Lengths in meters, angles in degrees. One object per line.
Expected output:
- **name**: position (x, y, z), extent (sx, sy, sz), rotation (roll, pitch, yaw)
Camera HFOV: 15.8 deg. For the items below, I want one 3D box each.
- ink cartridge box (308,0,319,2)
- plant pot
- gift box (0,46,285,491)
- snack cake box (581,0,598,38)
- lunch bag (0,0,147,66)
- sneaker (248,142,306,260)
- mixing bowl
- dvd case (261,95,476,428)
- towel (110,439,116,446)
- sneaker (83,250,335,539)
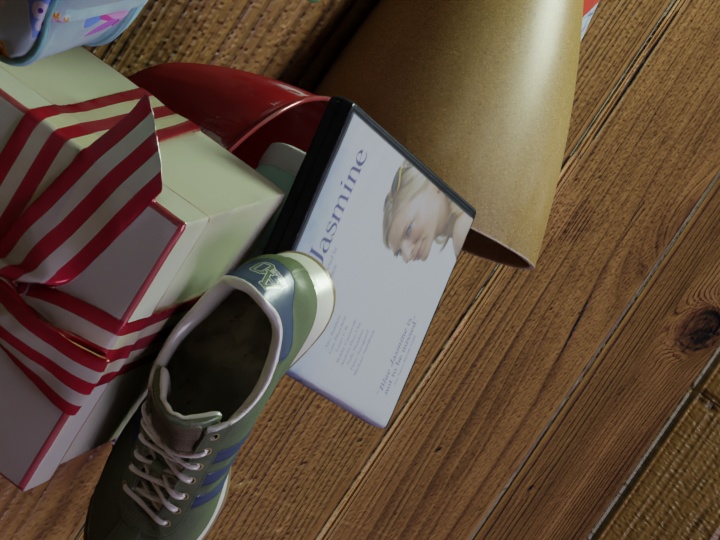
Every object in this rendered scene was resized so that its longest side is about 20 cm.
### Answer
- **ink cartridge box**: position (-0.024, -0.254, 1.368), extent (0.200, 0.084, 0.145), rotation (-56, 161, 10)
- **plant pot**: position (0.069, -0.127, 1.709), extent (0.200, 0.186, 0.186), rotation (-66, 162, -3)
- **gift box**: position (-0.165, -0.026, 1.306), extent (0.200, 0.184, 0.187), rotation (-63, 168, 16)
- **snack cake box**: position (0.101, -0.157, 1.870), extent (0.115, 0.067, 0.200), rotation (-28, 149, -49)
- **lunch bag**: position (-0.133, -0.203, 1.091), extent (0.077, 0.160, 0.200), rotation (-18, 147, -52)
- **sneaker**: position (-0.046, 0.021, 1.479), extent (0.118, 0.074, 0.200), rotation (-55, 153, -15)
- **mixing bowl**: position (-0.110, -0.046, 1.496), extent (0.200, 0.108, 0.200), rotation (-46, 161, -21)
- **dvd case**: position (0.000, 0.000, 1.442), extent (0.143, 0.018, 0.200), rotation (-67, 153, -6)
- **towel**: position (-0.125, 0.032, 1.731), extent (0.146, 0.030, 0.200), rotation (-46, 158, -22)
- **sneaker**: position (-0.090, 0.075, 1.303), extent (0.200, 0.067, 0.090), rotation (-57, 167, 8)
